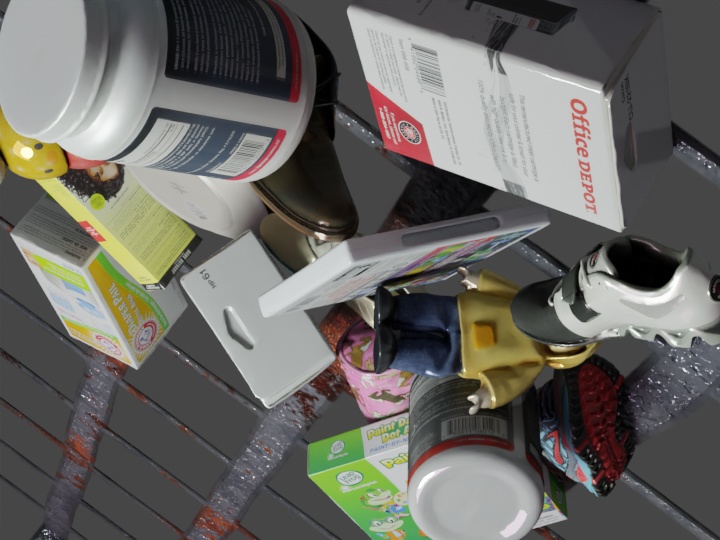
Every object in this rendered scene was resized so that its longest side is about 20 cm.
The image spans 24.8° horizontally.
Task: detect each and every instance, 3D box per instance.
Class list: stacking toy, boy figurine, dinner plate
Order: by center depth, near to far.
[{"bbox_3d":[0.109,0.058,1.364,0.199,0.125,0.064,3,162,-3],"label":"boy figurine"},{"bbox_3d":[-0.272,-0.125,1.433,0.146,0.200,0.146,48,163,20],"label":"stacking toy"},{"bbox_3d":[-0.176,-0.090,1.603,0.200,0.024,0.200,31,159,13],"label":"dinner plate"}]

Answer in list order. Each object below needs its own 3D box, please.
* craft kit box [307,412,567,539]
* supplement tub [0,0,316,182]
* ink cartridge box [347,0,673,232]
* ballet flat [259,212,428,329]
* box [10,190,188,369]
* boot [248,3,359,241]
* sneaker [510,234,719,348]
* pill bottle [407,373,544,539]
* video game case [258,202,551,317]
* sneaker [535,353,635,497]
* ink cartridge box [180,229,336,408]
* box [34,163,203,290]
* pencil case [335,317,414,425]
[{"bbox_3d":[0.080,0.212,1.647,0.199,0.049,0.198,-20,132,22],"label":"craft kit box"},{"bbox_3d":[-0.145,-0.143,1.181,0.199,0.141,0.140,7,178,-41],"label":"supplement tub"},{"bbox_3d":[0.105,-0.127,1.113,0.199,0.084,0.145,23,151,29],"label":"ink cartridge box"},{"bbox_3d":[0.000,0.000,1.512,0.200,0.070,0.069,37,155,-6],"label":"ballet flat"},{"bbox_3d":[-0.286,0.001,1.824,0.112,0.102,0.200,23,152,27],"label":"box"},{"bbox_3d":[-0.050,-0.116,1.257,0.200,0.074,0.097,57,145,37],"label":"boot"},{"bbox_3d":[0.190,0.007,1.259,0.199,0.074,0.089,-4,135,41],"label":"sneaker"},{"bbox_3d":[0.099,0.136,1.426,0.115,0.200,0.116,1,126,2],"label":"pill bottle"},{"bbox_3d":[0.032,-0.008,1.335,0.200,0.181,0.023,-32,72,63],"label":"video game case"},{"bbox_3d":[0.183,0.133,1.475,0.095,0.079,0.200,24,152,29],"label":"sneaker"},{"bbox_3d":[-0.093,0.049,1.558,0.145,0.084,0.200,55,178,2],"label":"ink cartridge box"},{"bbox_3d":[-0.258,-0.072,1.695,0.200,0.075,0.050,47,154,-23],"label":"box"},{"bbox_3d":[0.043,0.125,1.638,0.083,0.086,0.200,40,164,41],"label":"pencil case"}]
